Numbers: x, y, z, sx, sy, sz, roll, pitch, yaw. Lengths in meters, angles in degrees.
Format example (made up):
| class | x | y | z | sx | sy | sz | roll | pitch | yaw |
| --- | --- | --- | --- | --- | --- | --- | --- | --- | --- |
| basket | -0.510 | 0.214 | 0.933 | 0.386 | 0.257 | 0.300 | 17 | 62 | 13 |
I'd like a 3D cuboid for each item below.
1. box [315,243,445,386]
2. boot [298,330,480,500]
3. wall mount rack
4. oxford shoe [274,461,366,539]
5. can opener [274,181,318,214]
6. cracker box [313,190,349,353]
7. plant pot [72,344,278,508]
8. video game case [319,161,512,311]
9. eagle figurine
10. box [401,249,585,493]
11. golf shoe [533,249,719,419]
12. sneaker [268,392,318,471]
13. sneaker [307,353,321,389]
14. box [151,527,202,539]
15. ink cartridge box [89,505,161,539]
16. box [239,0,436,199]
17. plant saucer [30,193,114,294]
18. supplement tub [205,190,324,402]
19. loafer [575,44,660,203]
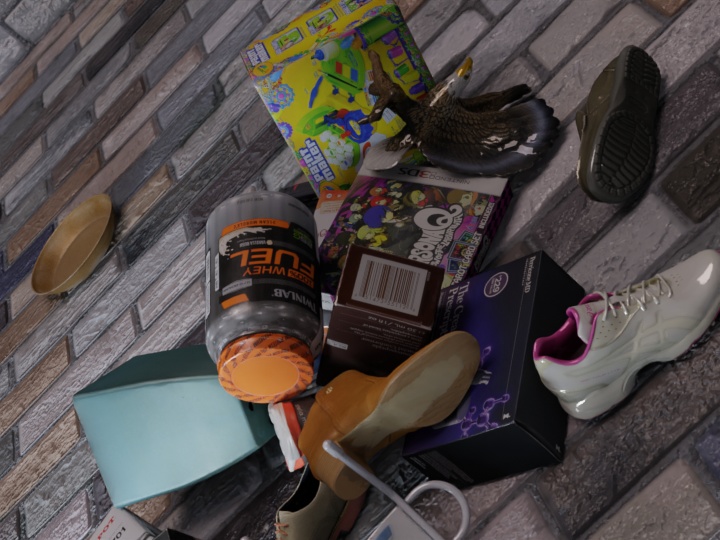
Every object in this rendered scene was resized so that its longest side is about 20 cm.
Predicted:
| class | x | y | z | sx | sy | sz | roll | pitch | yaw |
| --- | --- | --- | --- | --- | --- | --- | --- | --- | --- |
| box | 0.016 | 0.059 | 1.457 | 0.200 | 0.099 | 0.075 | 103 | -178 | -63 |
| boot | 0.018 | 0.116 | 1.378 | 0.201 | 0.071 | 0.144 | -49 | 24 | 2 |
| wall mount rack | -0.001 | 0.255 | 1.304 | 0.200 | 0.174 | 0.075 | -49 | -10 | 2 |
| oxford shoe | -0.067 | 0.277 | 1.455 | 0.071 | 0.074 | 0.201 | -7 | 51 | 50 |
| can opener | -0.072 | -0.093 | 1.888 | 0.199 | 0.063 | 0.079 | -14 | 45 | 47 |
| cracker box | 0.000 | 0.000 | 1.640 | 0.133 | 0.058 | 0.201 | 1 | 52 | 19 |
| plant pot | -0.192 | 0.164 | 1.650 | 0.199 | 0.142 | 0.141 | -16 | 9 | 29 |
| video game case | 0.051 | -0.031 | 1.588 | 0.180 | 0.036 | 0.201 | 10 | 55 | 26 |
| eagle figurine | 0.108 | -0.174 | 1.633 | 0.151 | 0.199 | 0.153 | -33 | 44 | 58 |
| box | 0.129 | 0.097 | 1.390 | 0.141 | 0.079 | 0.201 | -21 | 41 | 37 |
| golf shoe | 0.240 | 0.045 | 1.282 | 0.200 | 0.091 | 0.075 | -43 | 29 | 10 |
| sneaker | -0.049 | 0.165 | 1.534 | 0.081 | 0.078 | 0.200 | -20 | -2 | -6 |
| sneaker | -0.099 | 0.091 | 1.689 | 0.199 | 0.089 | 0.079 | -18 | 43 | 35 |
| box | -0.112 | 0.343 | 1.307 | 0.043 | 0.160 | 0.201 | -39 | 49 | 19 |
| ink cartridge box | -0.250 | 0.365 | 1.597 | 0.147 | 0.086 | 0.200 | -55 | 31 | -8 |
| box | -0.012 | -0.212 | 1.756 | 0.192 | 0.201 | 0.122 | -29 | 31 | 1 |
| plant saucer | -0.466 | -0.036 | 2.390 | 0.200 | 0.035 | 0.201 | -34 | 34 | 27 |
| supplement tub | -0.100 | 0.027 | 1.493 | 0.122 | 0.122 | 0.201 | -32 | 45 | 29 |
| loafer | 0.261 | -0.142 | 1.495 | 0.070 | 0.075 | 0.201 | -33 | 28 | 49 |
